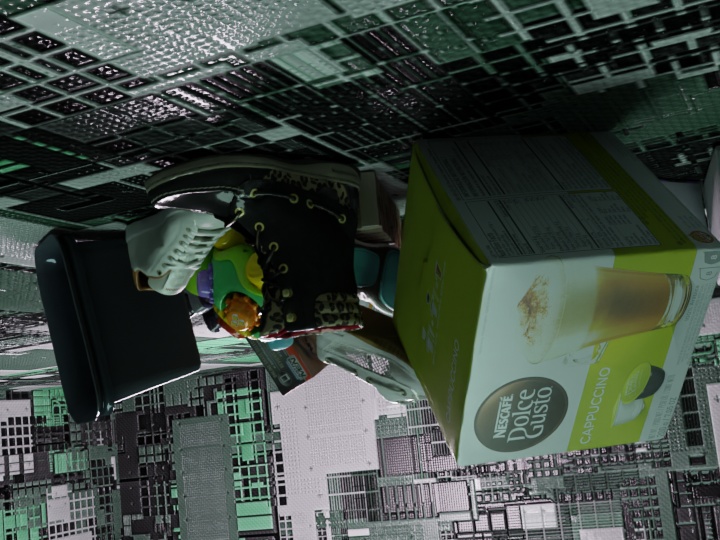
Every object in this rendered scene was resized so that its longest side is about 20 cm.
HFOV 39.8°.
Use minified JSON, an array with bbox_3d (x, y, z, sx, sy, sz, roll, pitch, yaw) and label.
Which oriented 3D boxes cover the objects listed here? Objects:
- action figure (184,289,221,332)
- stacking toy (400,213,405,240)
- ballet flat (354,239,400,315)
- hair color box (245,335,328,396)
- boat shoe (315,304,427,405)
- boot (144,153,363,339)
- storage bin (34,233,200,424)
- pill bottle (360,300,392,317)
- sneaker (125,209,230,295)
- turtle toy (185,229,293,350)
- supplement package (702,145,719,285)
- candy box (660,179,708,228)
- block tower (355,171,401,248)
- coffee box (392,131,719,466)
[{"bbox_3d":[-0.149,0.007,1.262,0.199,0.070,0.129,-29,153,31],"label":"action figure"},{"bbox_3d":[0.153,-0.044,1.031,0.199,0.148,0.145,-30,159,32],"label":"stacking toy"},{"bbox_3d":[0.000,0.000,1.014,0.069,0.070,0.200,-10,166,24],"label":"ballet flat"},{"bbox_3d":[-0.062,0.067,1.302,0.064,0.112,0.200,-32,-178,35],"label":"hair color box"},{"bbox_3d":[0.043,0.095,0.959,0.198,0.070,0.071,24,-148,27],"label":"boat shoe"},{"bbox_3d":[-0.083,-0.018,0.859,0.198,0.153,0.073,-1,170,-32],"label":"boot"},{"bbox_3d":[-0.269,0.056,1.110,0.133,0.202,0.145,-12,175,-32],"label":"storage bin"},{"bbox_3d":[0.011,0.018,1.264,0.198,0.111,0.109,-3,171,-41],"label":"pill bottle"},{"bbox_3d":[-0.170,-0.023,0.994,0.072,0.086,0.199,2,166,-36],"label":"sneaker"},{"bbox_3d":[-0.126,0.014,1.089,0.200,0.101,0.146,39,-179,38],"label":"turtle toy"},{"bbox_3d":[0.437,-0.061,1.051,0.118,0.123,0.200,-9,171,14],"label":"supplement package"},{"bbox_3d":[0.277,-0.049,1.181,0.166,0.073,0.199,-1,169,-33],"label":"candy box"},{"bbox_3d":[0.006,-0.051,1.034,0.057,0.055,0.200,-8,170,7],"label":"block tower"},{"bbox_3d":[0.150,0.017,0.846,0.195,0.202,0.201,-4,-145,-14],"label":"coffee box"}]
